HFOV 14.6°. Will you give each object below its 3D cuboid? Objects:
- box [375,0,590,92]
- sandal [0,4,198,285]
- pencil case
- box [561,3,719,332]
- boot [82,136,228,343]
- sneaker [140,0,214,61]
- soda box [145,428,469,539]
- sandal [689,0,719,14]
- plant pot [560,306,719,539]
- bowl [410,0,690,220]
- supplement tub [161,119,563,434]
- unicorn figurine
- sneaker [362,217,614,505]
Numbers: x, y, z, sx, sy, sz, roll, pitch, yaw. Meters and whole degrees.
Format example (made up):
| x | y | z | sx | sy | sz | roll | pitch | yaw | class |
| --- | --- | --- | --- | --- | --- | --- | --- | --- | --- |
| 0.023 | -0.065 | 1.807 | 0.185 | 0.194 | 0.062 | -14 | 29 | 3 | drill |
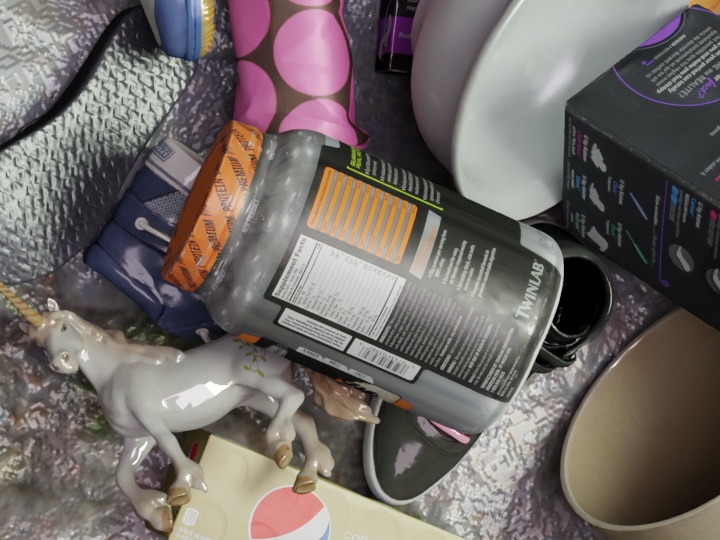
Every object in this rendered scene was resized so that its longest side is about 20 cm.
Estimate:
| x | y | z | sx | sy | sz | roll | pitch | yaw | class |
| --- | --- | --- | --- | --- | --- | --- | --- | --- | --- |
| 0.088 | -0.210 | 1.688 | 0.143 | 0.036 | 0.200 | 6 | 91 | -18 | box |
| -0.166 | -0.067 | 1.615 | 0.076 | 0.043 | 0.200 | 48 | 68 | -20 | sandal |
| -0.039 | -0.164 | 1.625 | 0.091 | 0.094 | 0.200 | -1 | 93 | 28 | pencil case |
| 0.226 | -0.042 | 1.601 | 0.122 | 0.200 | 0.106 | -38 | 146 | -27 | box |
| -0.061 | 0.014 | 1.637 | 0.200 | 0.073 | 0.090 | 36 | 94 | -12 | boot |
| -0.145 | -0.206 | 1.593 | 0.088 | 0.075 | 0.200 | -18 | 81 | -17 | sneaker |
| -0.019 | 0.160 | 1.648 | 0.200 | 0.064 | 0.068 | 24 | 84 | -16 | soda box |
| 0.218 | -0.254 | 1.704 | 0.079 | 0.059 | 0.207 | -13 | 100 | -42 | sandal |
| 0.252 | 0.142 | 1.686 | 0.187 | 0.187 | 0.200 | -48 | 117 | -11 | plant pot |
| 0.093 | -0.135 | 1.605 | 0.090 | 0.201 | 0.201 | 36 | 78 | 28 | bowl |
| 0.000 | 0.000 | 1.545 | 0.200 | 0.123 | 0.123 | 24 | 84 | -9 | supplement tub |
| -0.102 | 0.071 | 1.574 | 0.200 | 0.074 | 0.137 | -6 | 58 | -25 | unicorn figurine |
| 0.075 | 0.055 | 1.656 | 0.071 | 0.099 | 0.200 | 38 | 82 | -16 | sneaker |
